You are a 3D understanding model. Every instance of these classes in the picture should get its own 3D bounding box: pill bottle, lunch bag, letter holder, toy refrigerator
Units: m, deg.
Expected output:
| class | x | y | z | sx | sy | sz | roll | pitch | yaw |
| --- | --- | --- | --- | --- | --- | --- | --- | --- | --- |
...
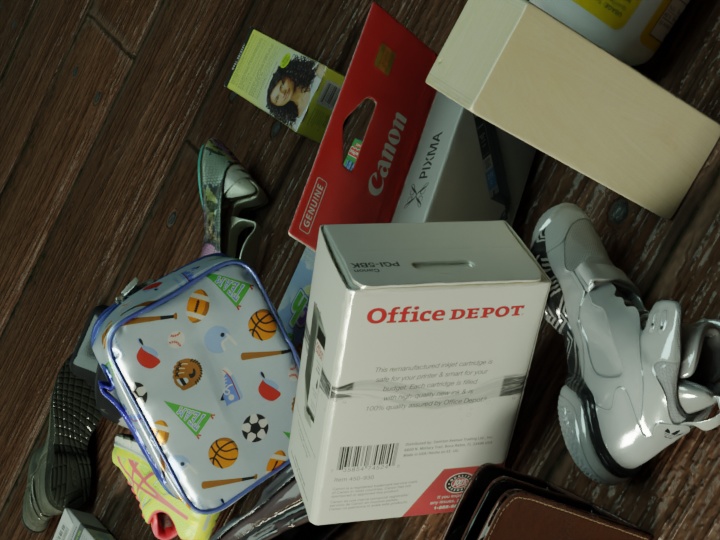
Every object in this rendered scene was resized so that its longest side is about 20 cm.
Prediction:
| class | x | y | z | sx | sy | sz | roll | pitch | yaw |
| --- | --- | --- | --- | --- | --- | --- | --- | --- | --- |
| pill bottle | 0.191 | -0.224 | 0.929 | 0.201 | 0.113 | 0.115 | -57 | 36 | 15 |
| lunch bag | -0.132 | 0.092 | 1.067 | 0.159 | 0.202 | 0.075 | -30 | 17 | -18 |
| letter holder | 0.074 | 0.231 | 0.816 | 0.100 | 0.141 | 0.203 | 19 | 88 | 56 |
| toy refrigerator | 0.145 | -0.112 | 0.856 | 0.077 | 0.198 | 0.070 | -61 | 34 | 10 |

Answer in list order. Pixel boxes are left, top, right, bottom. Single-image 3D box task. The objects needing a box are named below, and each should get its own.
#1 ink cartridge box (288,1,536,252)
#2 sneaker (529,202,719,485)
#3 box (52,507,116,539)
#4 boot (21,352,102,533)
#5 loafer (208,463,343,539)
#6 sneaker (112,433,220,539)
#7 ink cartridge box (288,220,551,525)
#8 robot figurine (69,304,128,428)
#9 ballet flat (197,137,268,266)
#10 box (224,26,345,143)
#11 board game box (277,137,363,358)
| class | x | y | z | sx | sy | sz | roll | pitch | yaw |
| --- | --- | --- | --- | --- | --- | --- | --- | --- | --- |
| ink cartridge box | 0.050 | -0.074 | 0.964 | 0.044 | 0.175 | 0.203 | -1 | 63 | 47 |
| sneaker | 0.180 | 0.031 | 0.844 | 0.114 | 0.074 | 0.203 | -32 | 53 | 40 |
| box | -0.292 | 0.362 | 1.347 | 0.199 | 0.041 | 0.158 | 21 | 90 | 57 |
| boot | -0.361 | 0.201 | 1.514 | 0.130 | 0.067 | 0.203 | -30 | 48 | 50 |
| loafer | -0.081 | 0.242 | 1.096 | 0.200 | 0.071 | 0.063 | -49 | 42 | 21 |
| sneaker | -0.198 | 0.217 | 1.265 | 0.199 | 0.077 | 0.092 | 8 | 85 | 57 |
| ink cartridge box | 0.035 | 0.070 | 0.893 | 0.083 | 0.144 | 0.203 | -117 | 31 | -53 |
| robot figurine | -0.169 | 0.102 | 1.192 | 0.150 | 0.197 | 0.127 | -44 | -30 | -62 |
| ballet flat | -0.133 | -0.050 | 1.340 | 0.070 | 0.069 | 0.203 | -13 | 64 | 30 |
| box | -0.075 | -0.195 | 1.343 | 0.200 | 0.050 | 0.076 | 36 | 102 | 56 |
| board game box | 0.000 | 0.000 | 1.102 | 0.151 | 0.036 | 0.203 | 33 | 101 | 56 |
